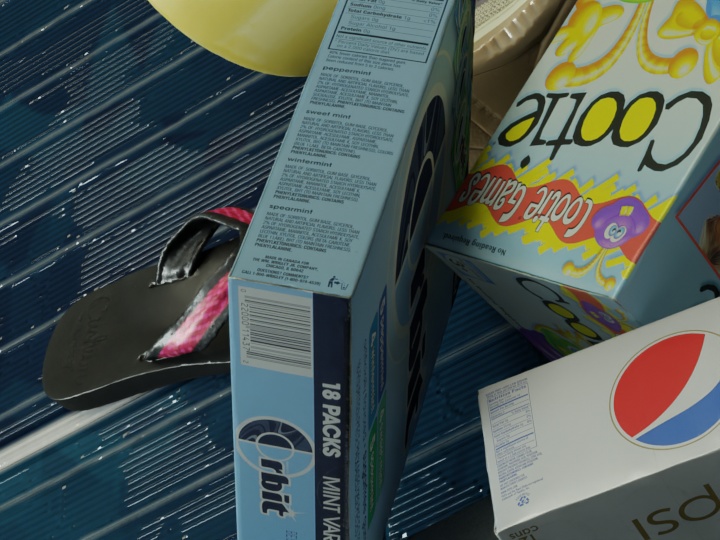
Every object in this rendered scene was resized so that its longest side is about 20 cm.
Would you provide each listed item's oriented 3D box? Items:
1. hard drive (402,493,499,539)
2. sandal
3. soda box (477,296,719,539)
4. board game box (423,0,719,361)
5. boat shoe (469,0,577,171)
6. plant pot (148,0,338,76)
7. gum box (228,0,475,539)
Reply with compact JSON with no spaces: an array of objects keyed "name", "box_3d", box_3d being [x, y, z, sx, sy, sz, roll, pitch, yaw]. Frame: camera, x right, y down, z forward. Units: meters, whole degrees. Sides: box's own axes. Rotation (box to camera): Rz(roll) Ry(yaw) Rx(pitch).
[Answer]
[{"name":"hard drive","box_3d":[0.042,0.169,1.012,0.139,0.033,0.200,-30,41,23]},{"name":"sandal","box_3d":[-0.065,0.009,1.247,0.200,0.045,0.075,-21,45,32]},{"name":"soda box","box_3d":[0.142,0.045,0.966,0.200,0.068,0.064,-22,44,16]},{"name":"board game box","box_3d":[0.133,-0.055,1.059,0.103,0.105,0.200,17,70,50]},{"name":"boat shoe","box_3d":[0.083,-0.105,1.181,0.200,0.072,0.065,-35,40,22]},{"name":"plant pot","box_3d":[-0.005,-0.188,1.246,0.189,0.200,0.201,-48,31,37]},{"name":"gum box","box_3d":[0.000,0.000,1.064,0.044,0.170,0.200,10,45,10]}]
